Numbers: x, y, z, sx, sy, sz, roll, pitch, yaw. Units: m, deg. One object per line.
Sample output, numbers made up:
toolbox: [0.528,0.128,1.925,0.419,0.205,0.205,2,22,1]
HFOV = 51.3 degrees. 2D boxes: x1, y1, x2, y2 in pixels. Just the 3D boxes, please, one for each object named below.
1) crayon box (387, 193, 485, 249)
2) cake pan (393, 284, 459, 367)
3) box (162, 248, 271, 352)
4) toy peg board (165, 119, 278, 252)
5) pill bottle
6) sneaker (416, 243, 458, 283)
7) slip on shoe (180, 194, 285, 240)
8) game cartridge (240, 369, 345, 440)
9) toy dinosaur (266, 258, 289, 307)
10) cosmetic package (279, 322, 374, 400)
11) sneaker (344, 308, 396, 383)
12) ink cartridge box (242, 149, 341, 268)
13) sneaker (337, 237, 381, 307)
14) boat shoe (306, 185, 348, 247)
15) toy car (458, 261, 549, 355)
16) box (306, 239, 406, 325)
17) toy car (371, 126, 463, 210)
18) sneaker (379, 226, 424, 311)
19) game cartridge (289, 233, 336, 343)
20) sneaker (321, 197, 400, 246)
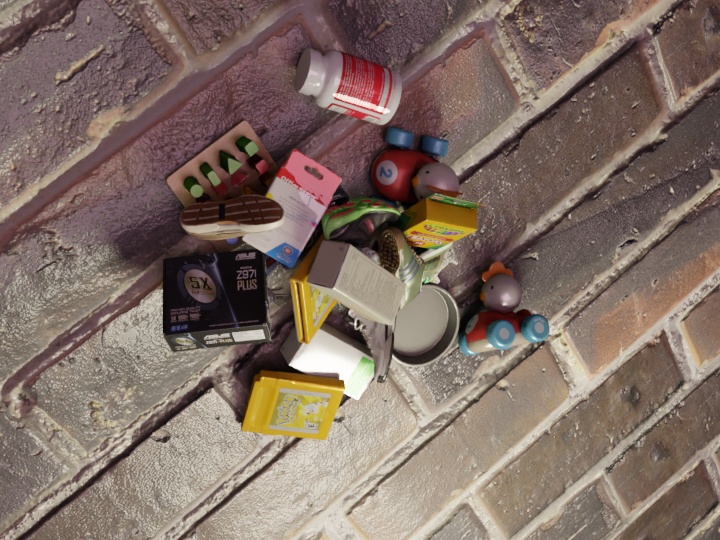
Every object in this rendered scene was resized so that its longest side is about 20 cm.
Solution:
crayon box: [0.154,-0.098,1.549,0.125,0.200,0.052,9,73,-23]
cake pan: [0.137,0.125,1.752,0.197,0.037,0.204,-7,108,-20]
box: [-0.278,0.057,1.456,0.196,0.166,0.086,-5,153,-3]
toy peg board: [-0.242,-0.152,1.475,0.199,0.098,0.200,-38,116,-7]
pill bottle: [-0.026,-0.369,1.490,0.197,0.112,0.114,12,102,-25]
sneaker: [0.144,0.001,1.688,0.199,0.077,0.089,-34,103,-9]
slip on shoe: [-0.234,-0.090,1.399,0.196,0.077,0.061,-6,146,5]
game cartridge: [-0.149,0.298,1.641,0.197,0.033,0.178,8,126,-16]
toy dinosaur: [-0.227,0.022,1.546,0.199,0.105,0.183,36,72,-17]
cosmetic package: [-0.066,0.190,1.663,0.198,0.085,0.108,30,97,-28]
sneaker: [0.017,0.142,1.644,0.113,0.076,0.204,7,71,-1]
ink cartridge box: [-0.132,-0.124,1.446,0.115,0.067,0.202,30,101,-12]
sneaker: [0.000,0.000,1.597,0.201,0.074,0.088,-53,133,-45]
boat shoe: [-0.109,-0.103,1.559,0.199,0.062,0.075,-39,143,-10]
toy car: [0.319,0.083,1.761,0.174,0.184,0.204,-7,80,-19]
box: [-0.004,0.025,1.464,0.199,0.077,0.096,36,72,-45]
toy car: [0.130,-0.185,1.562,0.174,0.200,0.187,8,103,-24]
sneaker: [0.094,-0.016,1.587,0.089,0.067,0.203,-28,130,-29]
game cartridge: [-0.078,0.021,1.538,0.201,0.032,0.178,-55,152,-41]
sneaker: [-0.002,-0.095,1.509,0.198,0.076,0.085,-16,123,-38]
